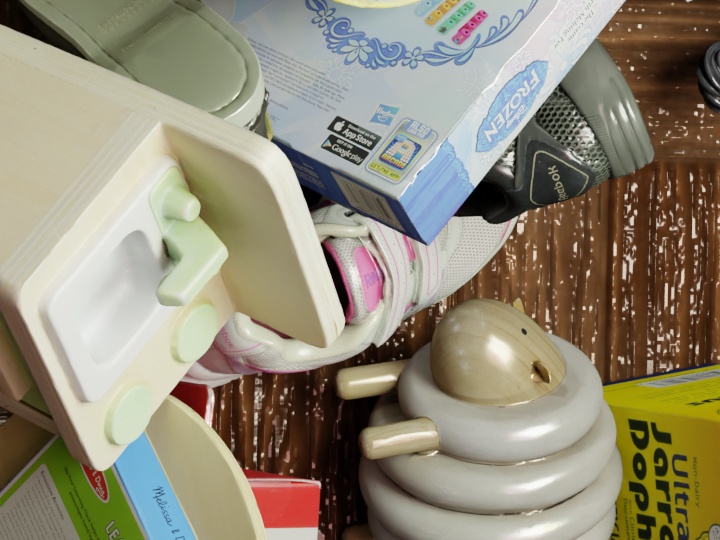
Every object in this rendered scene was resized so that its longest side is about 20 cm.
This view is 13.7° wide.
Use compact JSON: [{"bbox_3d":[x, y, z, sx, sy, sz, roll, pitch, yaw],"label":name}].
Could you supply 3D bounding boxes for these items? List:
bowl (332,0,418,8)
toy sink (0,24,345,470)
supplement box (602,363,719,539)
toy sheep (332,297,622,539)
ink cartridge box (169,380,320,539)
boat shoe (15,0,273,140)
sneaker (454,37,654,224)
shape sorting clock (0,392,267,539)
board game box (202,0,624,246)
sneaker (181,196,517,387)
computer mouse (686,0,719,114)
[{"bbox_3d":[-0.042,-0.197,1.294,0.200,0.094,0.202,15,67,-40],"label":"bowl"},{"bbox_3d":[-0.126,-0.006,1.251,0.112,0.199,0.131,-52,148,-24],"label":"toy sink"},{"bbox_3d":[0.185,0.111,1.435,0.109,0.200,0.109,-9,96,-26],"label":"supplement box"},{"bbox_3d":[0.059,0.101,1.416,0.137,0.138,0.201,-20,129,-24],"label":"toy sheep"},{"bbox_3d":[-0.078,0.148,1.348,0.067,0.116,0.201,3,91,-36],"label":"ink cartridge box"},{"bbox_3d":[-0.105,-0.109,1.312,0.072,0.201,0.061,-31,144,-11],"label":"boat shoe"},{"bbox_3d":[0.044,-0.095,1.382,0.114,0.200,0.076,-27,139,-3],"label":"sneaker"},{"bbox_3d":[-0.113,0.147,1.298,0.039,0.199,0.201,5,90,-48],"label":"shape sorting clock"},{"bbox_3d":[0.011,-0.129,1.346,0.199,0.200,0.043,-51,142,-15],"label":"board game box"},{"bbox_3d":[0.000,0.000,1.401,0.200,0.088,0.082,-30,104,-23],"label":"sneaker"},{"bbox_3d":[0.150,-0.172,1.488,0.200,0.044,0.110,52,43,-13],"label":"computer mouse"}]
